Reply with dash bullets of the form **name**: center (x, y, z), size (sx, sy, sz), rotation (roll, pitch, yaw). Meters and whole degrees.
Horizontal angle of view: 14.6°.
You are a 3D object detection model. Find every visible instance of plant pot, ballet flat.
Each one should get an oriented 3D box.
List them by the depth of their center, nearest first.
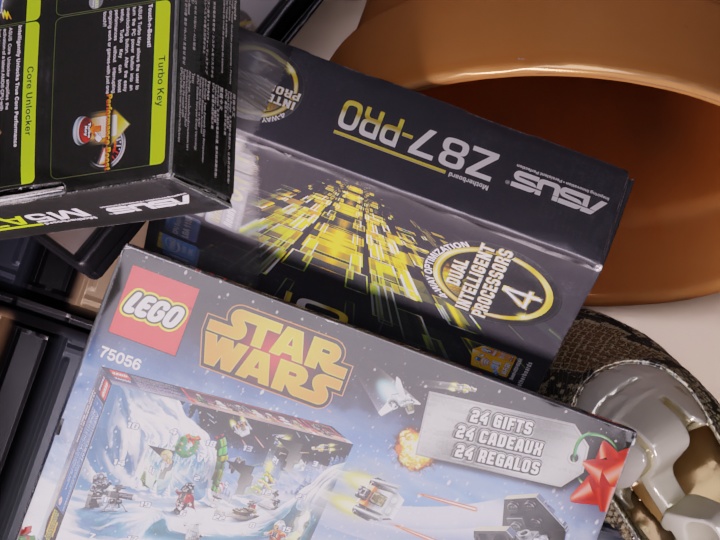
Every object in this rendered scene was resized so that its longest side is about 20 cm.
- **plant pot**: center (0.083, -0.089, 1.089), size (0.200, 0.200, 0.140), rotation (4, 65, 1)
- **ballet flat**: center (0.133, 0.094, 1.108), size (0.068, 0.075, 0.200), rotation (-33, 82, -5)

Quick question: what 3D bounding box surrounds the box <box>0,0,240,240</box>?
- **box**: center (-0.131, -0.110, 0.994), size (0.193, 0.048, 0.200), rotation (-7, 73, 27)

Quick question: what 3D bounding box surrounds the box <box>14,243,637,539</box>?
- **box**: center (-0.016, 0.087, 1.025), size (0.200, 0.040, 0.137), rotation (21, 90, -2)

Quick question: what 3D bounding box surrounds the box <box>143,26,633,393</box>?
- **box**: center (0.000, 0.000, 1.058), size (0.161, 0.200, 0.049), rotation (23, 60, 1)

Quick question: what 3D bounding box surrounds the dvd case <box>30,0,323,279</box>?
- **dvd case**: center (-0.091, -0.106, 1.133), size (0.143, 0.018, 0.200), rotation (33, 82, 38)
